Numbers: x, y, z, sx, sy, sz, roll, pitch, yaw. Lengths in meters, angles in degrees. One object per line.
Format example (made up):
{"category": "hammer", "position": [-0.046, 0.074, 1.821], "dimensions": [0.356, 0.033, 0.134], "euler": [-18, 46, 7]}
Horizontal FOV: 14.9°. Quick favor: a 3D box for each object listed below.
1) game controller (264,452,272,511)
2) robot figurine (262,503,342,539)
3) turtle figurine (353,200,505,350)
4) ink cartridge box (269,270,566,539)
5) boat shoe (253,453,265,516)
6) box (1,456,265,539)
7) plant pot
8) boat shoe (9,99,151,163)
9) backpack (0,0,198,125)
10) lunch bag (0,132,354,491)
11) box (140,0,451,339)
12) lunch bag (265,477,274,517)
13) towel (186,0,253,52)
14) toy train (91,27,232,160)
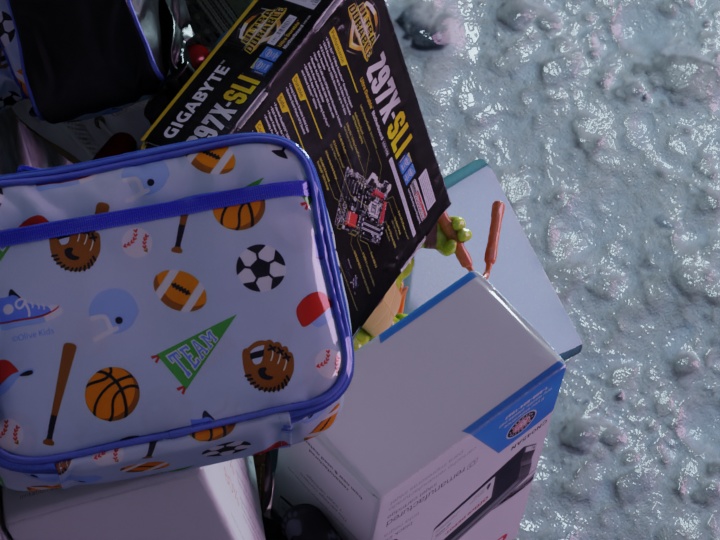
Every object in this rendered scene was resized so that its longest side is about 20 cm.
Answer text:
{"category": "game controller", "position": [-0.111, 0.064, 1.660], "dimensions": [0.042, 0.104, 0.201], "euler": [-2, -82, 58]}
{"category": "robot figurine", "position": [-0.059, 0.216, 1.518], "dimensions": [0.200, 0.124, 0.151], "euler": [49, -25, 37]}
{"category": "turtle figurine", "position": [0.000, 0.000, 1.641], "dimensions": [0.064, 0.200, 0.161], "euler": [19, -24, 44]}
{"category": "ink cartridge box", "position": [0.027, 0.116, 1.574], "dimensions": [0.084, 0.144, 0.200], "euler": [45, -27, 22]}
{"category": "boat shoe", "position": [-0.090, 0.091, 1.607], "dimensions": [0.067, 0.072, 0.201], "euler": [-3, -84, 57]}
{"category": "box", "position": [-0.124, 0.080, 1.460], "dimensions": [0.153, 0.106, 0.201], "euler": [69, 7, -49]}
{"category": "plant pot", "position": [0.006, 0.044, 1.762], "dimensions": [0.200, 0.141, 0.142], "euler": [-27, 89, -43]}
{"category": "boat shoe", "position": [-0.124, -0.078, 1.634], "dimensions": [0.200, 0.070, 0.071], "euler": [36, 27, 18]}
{"category": "backpack", "position": [-0.165, -0.165, 1.494], "dimensions": [0.190, 0.153, 0.201], "euler": [-41, 118, -80]}
{"category": "lunch bag", "position": [-0.108, 0.016, 1.324], "dimensions": [0.076, 0.199, 0.161], "euler": [105, -25, -73]}
{"category": "box", "position": [-0.030, -0.051, 1.486], "dimensions": [0.160, 0.049, 0.201], "euler": [-55, 145, -27]}
{"category": "lunch bag", "position": [-0.085, 0.100, 1.825], "dimensions": [0.200, 0.117, 0.165], "euler": [25, 48, -67]}
{"category": "towel", "position": [-0.137, -0.192, 1.644], "dimensions": [0.035, 0.192, 0.200], "euler": [-45, 107, -36]}
{"category": "toy train", "position": [-0.107, -0.049, 1.531], "dimensions": [0.085, 0.200, 0.116], "euler": [39, -19, -3]}
